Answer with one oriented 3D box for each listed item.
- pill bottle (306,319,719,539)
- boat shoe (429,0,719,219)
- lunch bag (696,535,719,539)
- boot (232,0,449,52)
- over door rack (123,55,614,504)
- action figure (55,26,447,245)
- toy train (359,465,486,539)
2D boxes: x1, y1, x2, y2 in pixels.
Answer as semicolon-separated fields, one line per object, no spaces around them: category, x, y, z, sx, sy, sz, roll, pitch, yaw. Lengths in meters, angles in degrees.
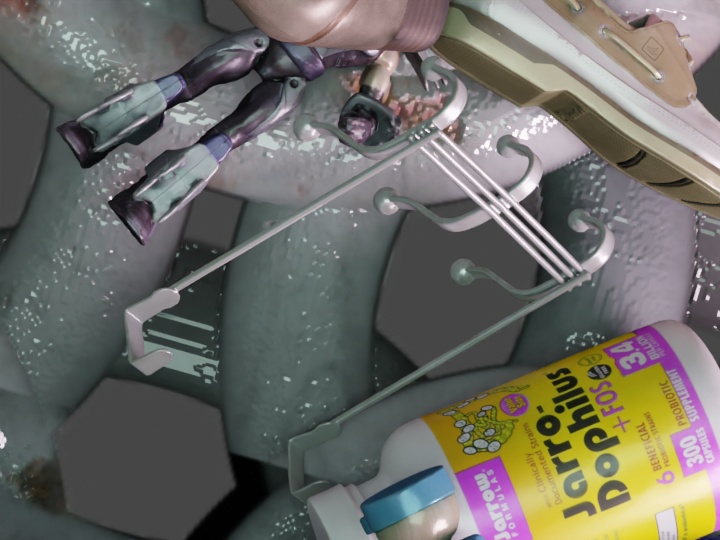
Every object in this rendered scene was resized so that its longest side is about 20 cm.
pill bottle;0.080;0.104;1.415;0.200;0.104;0.104;-22;96;-8
boat shoe;0.129;-0.091;1.424;0.200;0.075;0.068;32;79;-17
lunch bag;0.128;0.216;1.422;0.200;0.132;0.136;-16;96;-2
boot;-0.015;-0.193;1.353;0.146;0.070;0.200;24;58;-40
over door rack;0.000;0.000;1.400;0.200;0.067;0.148;-39;132;11
action figure;-0.043;-0.095;1.419;0.200;0.069;0.130;-37;86;-4
toy train;-0.019;0.178;1.340;0.200;0.085;0.116;-27;86;13
